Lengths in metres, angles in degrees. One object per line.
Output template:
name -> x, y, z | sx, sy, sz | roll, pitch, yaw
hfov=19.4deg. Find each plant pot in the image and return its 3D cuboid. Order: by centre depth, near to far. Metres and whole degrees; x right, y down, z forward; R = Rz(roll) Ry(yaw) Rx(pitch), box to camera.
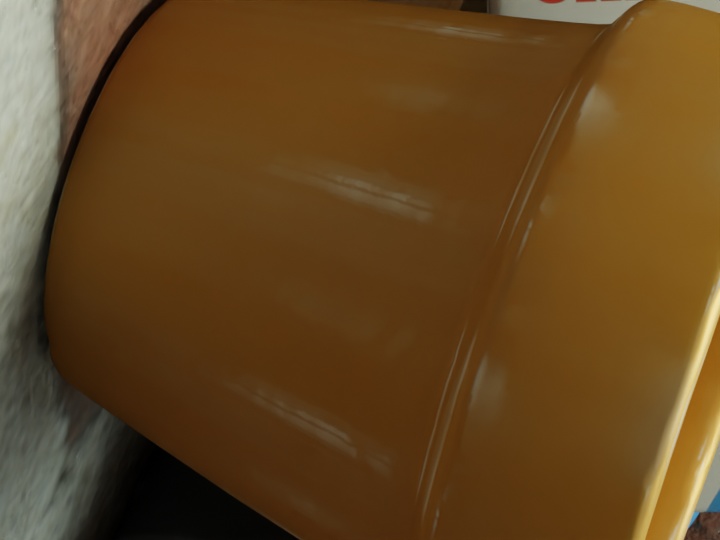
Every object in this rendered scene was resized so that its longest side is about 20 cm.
plant pot -> 0.017, 0.005, 0.609 | 0.200, 0.182, 0.202 | 19, 90, -76

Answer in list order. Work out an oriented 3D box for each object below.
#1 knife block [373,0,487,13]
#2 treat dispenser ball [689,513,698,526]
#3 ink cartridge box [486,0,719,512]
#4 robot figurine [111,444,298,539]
knife block -> 0.045, -0.087, 0.829 | 0.201, 0.063, 0.176 | -69, 154, -18
treat dispenser ball -> 0.092, 0.071, 1.104 | 0.201, 0.199, 0.203 | 19, 90, -80
ink cartridge box -> 0.121, -0.024, 0.724 | 0.086, 0.145, 0.202 | -51, 139, -76
robot figurine -> -0.018, 0.089, 0.758 | 0.151, 0.124, 0.201 | 86, 24, -60
